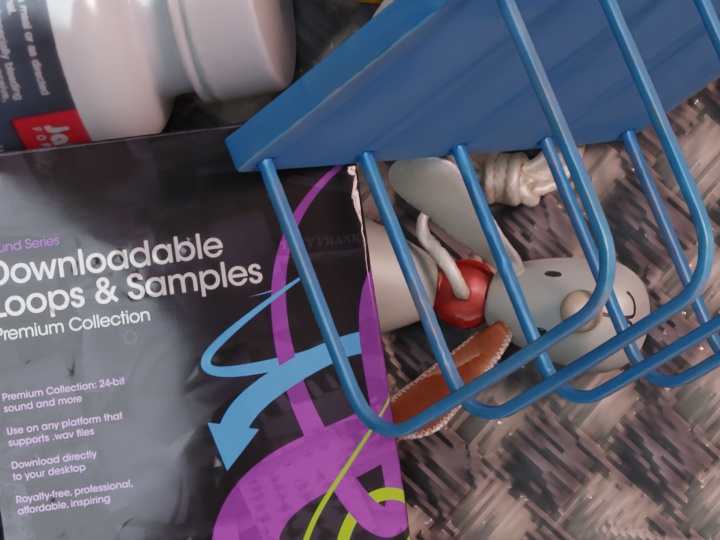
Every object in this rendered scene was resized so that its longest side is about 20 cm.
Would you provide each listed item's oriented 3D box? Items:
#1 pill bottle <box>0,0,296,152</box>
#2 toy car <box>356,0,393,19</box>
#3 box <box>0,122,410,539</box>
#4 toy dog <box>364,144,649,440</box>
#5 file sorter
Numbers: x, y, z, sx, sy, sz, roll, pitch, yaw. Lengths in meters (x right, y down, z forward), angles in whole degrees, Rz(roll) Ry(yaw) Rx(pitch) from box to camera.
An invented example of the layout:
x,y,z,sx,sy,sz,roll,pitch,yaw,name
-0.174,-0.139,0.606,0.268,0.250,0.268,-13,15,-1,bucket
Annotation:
x,y,z,sx,sy,sz,roll,pitch,yaw,name
-0.131,-0.095,1.010,0.200,0.120,0.120,-9,86,10,pill bottle
0.059,-0.176,0.958,0.200,0.150,0.175,-43,72,47,toy car
-0.061,0.050,0.935,0.143,0.036,0.200,-8,87,-10,box
0.000,0.000,0.996,0.200,0.096,0.132,-14,86,9,toy dog
0.087,-0.029,0.899,0.139,0.200,0.123,-36,68,43,file sorter
